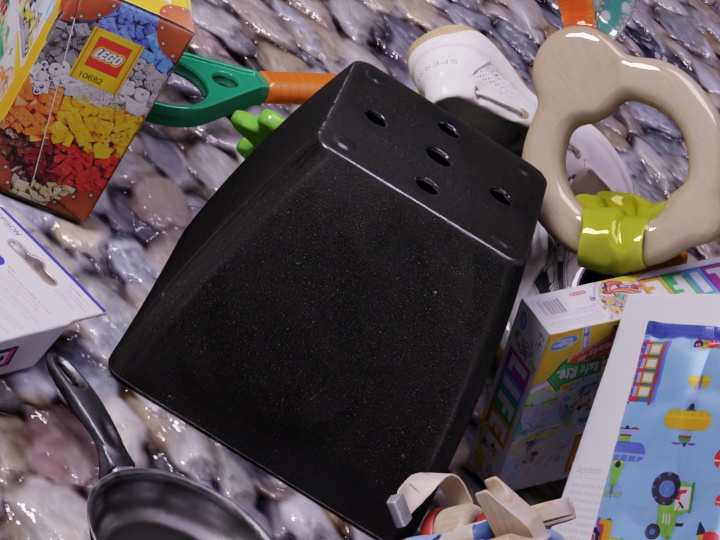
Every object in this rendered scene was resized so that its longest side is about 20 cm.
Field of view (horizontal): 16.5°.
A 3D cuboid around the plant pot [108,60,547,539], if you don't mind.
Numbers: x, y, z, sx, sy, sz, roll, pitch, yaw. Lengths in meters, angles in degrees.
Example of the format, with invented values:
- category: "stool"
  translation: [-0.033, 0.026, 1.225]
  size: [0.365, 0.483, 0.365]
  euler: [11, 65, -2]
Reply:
- category: "plant pot"
  translation: [0.000, 0.000, 1.438]
  size: [0.199, 0.178, 0.200]
  euler: [31, 26, -4]

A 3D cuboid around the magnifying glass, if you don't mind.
- category: "magnifying glass"
  translation: [-0.086, -0.124, 1.684]
  size: [0.199, 0.022, 0.080]
  euler: [-3, 38, -32]

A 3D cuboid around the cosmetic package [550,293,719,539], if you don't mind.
- category: "cosmetic package"
  translation: [0.228, 0.139, 1.403]
  size: [0.199, 0.201, 0.123]
  euler: [22, -11, -21]

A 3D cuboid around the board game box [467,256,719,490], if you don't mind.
- category: "board game box"
  translation: [0.171, 0.059, 1.512]
  size: [0.199, 0.135, 0.034]
  euler: [-11, 46, -29]

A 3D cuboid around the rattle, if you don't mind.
- category: "rattle"
  translation: [0.161, -0.098, 1.522]
  size: [0.143, 0.130, 0.201]
  euler: [-2, 69, -60]

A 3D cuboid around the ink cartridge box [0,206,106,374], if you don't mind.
- category: "ink cartridge box"
  translation: [-0.230, 0.018, 1.306]
  size: [0.095, 0.037, 0.200]
  euler: [43, 30, 20]

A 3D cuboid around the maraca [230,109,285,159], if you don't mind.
- category: "maraca"
  translation: [0.004, -0.044, 1.591]
  size: [0.199, 0.137, 0.107]
  euler: [29, 70, 12]

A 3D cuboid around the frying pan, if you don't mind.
- category: "frying pan"
  translation: [-0.118, 0.122, 1.262]
  size: [0.190, 0.031, 0.115]
  euler: [36, 26, 12]

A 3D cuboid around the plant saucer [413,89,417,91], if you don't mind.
- category: "plant saucer"
  translation: [0.059, -0.100, 1.743]
  size: [0.199, 0.031, 0.200]
  euler: [0, 12, 0]

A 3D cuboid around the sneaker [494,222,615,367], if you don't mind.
- category: "sneaker"
  translation: [0.153, -0.006, 1.653]
  size: [0.076, 0.087, 0.201]
  euler: [56, 40, -38]

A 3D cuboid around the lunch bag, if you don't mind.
- category: "lunch bag"
  translation: [0.223, 0.132, 1.295]
  size: [0.200, 0.151, 0.094]
  euler: [28, -17, -39]

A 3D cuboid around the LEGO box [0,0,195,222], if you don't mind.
- category: "LEGO box"
  translation: [-0.173, -0.151, 1.523]
  size: [0.077, 0.149, 0.200]
  euler: [22, 29, -22]

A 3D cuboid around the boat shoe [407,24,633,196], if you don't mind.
- category: "boat shoe"
  translation: [0.100, -0.070, 1.553]
  size: [0.200, 0.071, 0.070]
  euler: [36, 36, -35]

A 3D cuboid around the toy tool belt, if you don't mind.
- category: "toy tool belt"
  translation: [0.070, 0.169, 1.280]
  size: [0.125, 0.122, 0.200]
  euler: [69, 25, -13]
